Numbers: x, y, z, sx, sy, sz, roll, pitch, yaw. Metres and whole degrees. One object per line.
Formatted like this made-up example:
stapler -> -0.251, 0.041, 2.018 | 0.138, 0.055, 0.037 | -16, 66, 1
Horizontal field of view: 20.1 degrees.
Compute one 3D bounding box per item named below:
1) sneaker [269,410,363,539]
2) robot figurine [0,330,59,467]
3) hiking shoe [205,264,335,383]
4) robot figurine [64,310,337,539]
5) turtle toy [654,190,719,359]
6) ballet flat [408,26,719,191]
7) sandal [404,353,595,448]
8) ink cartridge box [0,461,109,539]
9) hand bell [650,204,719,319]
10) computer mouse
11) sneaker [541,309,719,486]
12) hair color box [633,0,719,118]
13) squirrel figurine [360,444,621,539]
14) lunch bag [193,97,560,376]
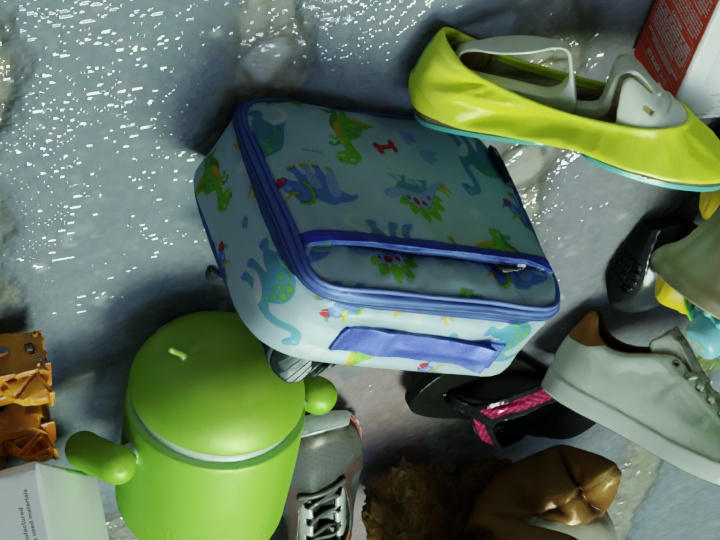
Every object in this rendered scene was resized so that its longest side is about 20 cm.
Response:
sneaker -> -0.027, 0.178, 1.492 | 0.077, 0.082, 0.200 | -13, 145, -13
robot figurine -> -0.290, 0.097, 1.260 | 0.200, 0.058, 0.145 | -13, 147, -14
hiking shoe -> 0.000, 0.000, 1.278 | 0.200, 0.087, 0.074 | -18, 153, -50
robot figurine -> -0.099, 0.111, 1.325 | 0.175, 0.116, 0.200 | -16, 139, -28
turtle toy -> 0.284, 0.001, 1.322 | 0.145, 0.101, 0.200 | 18, 128, -5
ballet flat -> 0.128, -0.098, 1.177 | 0.200, 0.067, 0.067 | 13, 121, -1
sandal -> 0.118, 0.102, 1.501 | 0.200, 0.045, 0.075 | 15, 132, -41
ink cartridge box -> -0.274, 0.189, 1.307 | 0.200, 0.084, 0.146 | -14, 170, 6
hand bell -> 0.264, -0.068, 1.202 | 0.104, 0.104, 0.200 | 10, 115, -37
computer mouse -> 0.227, -0.035, 1.385 | 0.059, 0.034, 0.200 | 0, 139, -27
sneaker -> 0.232, 0.093, 1.438 | 0.085, 0.200, 0.073 | -64, 169, 9
hair color box -> 0.245, -0.179, 1.174 | 0.111, 0.064, 0.200 | -6, 144, -20
squirrel figurine -> 0.086, 0.219, 1.508 | 0.187, 0.200, 0.142 | -32, 126, -29
lunch bag -> 0.013, -0.017, 1.182 | 0.200, 0.161, 0.082 | 8, 136, -34
